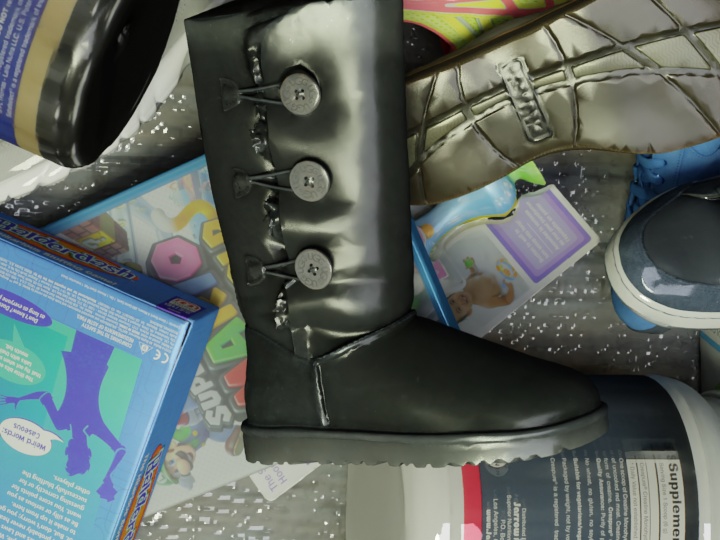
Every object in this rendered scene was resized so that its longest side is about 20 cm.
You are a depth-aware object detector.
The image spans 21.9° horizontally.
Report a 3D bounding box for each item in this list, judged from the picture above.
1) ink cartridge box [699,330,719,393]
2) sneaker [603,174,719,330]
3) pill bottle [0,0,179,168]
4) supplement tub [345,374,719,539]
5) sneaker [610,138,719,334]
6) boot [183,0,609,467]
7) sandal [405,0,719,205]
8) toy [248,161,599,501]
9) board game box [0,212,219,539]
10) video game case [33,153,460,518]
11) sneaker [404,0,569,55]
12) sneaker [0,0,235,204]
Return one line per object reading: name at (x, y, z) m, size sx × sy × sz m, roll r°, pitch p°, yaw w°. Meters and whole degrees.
ink cartridge box at (0.230, 0.110, 0.992) m, size 0.059 × 0.104 × 0.201 m, roll -10°, pitch 111°, yaw -14°
sneaker at (0.210, -0.051, 0.825) m, size 0.201 × 0.077 × 0.146 m, roll -17°, pitch 152°, yaw -24°
pill bottle at (-0.179, -0.129, 0.751) m, size 0.199 × 0.112 × 0.112 m, roll 24°, pitch 101°, yaw 4°
supplement tub at (0.101, 0.122, 0.933) m, size 0.199 × 0.140 × 0.141 m, roll 2°, pitch 108°, yaw -15°
sneaker at (0.154, -0.057, 0.913) m, size 0.078 × 0.066 × 0.201 m, roll 1°, pitch 126°, yaw -31°
boot at (0.016, -0.021, 0.788) m, size 0.164 × 0.066 × 0.201 m, roll -3°, pitch 97°, yaw 13°
sandal at (0.092, -0.084, 0.850) m, size 0.199 × 0.055 × 0.082 m, roll -19°, pitch 110°, yaw 13°
toy at (0.000, 0.000, 0.881) m, size 0.200 × 0.115 × 0.047 m, roll -37°, pitch 158°, yaw -5°
board game box at (-0.169, 0.081, 0.854) m, size 0.152 × 0.045 × 0.201 m, roll 24°, pitch 102°, yaw 9°
video game case at (-0.064, 0.022, 0.855) m, size 0.199 × 0.018 × 0.144 m, roll -23°, pitch 93°, yaw 15°
sneaker at (0.070, -0.137, 0.882) m, size 0.199 × 0.078 × 0.091 m, roll 6°, pitch 120°, yaw -17°
sneaker at (-0.113, -0.109, 0.839) m, size 0.200 × 0.075 × 0.082 m, roll -44°, pitch 102°, yaw -7°
